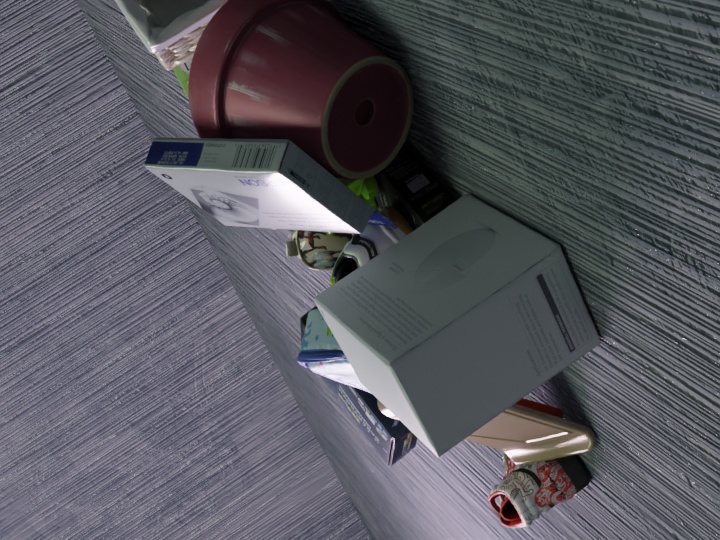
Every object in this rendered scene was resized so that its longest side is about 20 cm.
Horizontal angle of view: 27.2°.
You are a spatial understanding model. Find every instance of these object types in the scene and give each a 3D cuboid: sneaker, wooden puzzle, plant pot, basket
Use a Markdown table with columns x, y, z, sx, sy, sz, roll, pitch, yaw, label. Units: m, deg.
| x | y | z | sx | sy | sz | roll | pitch | yaw | label |
| --- | --- | --- | --- | --- | --- | --- | --- | --- | --- |
| 0.000 | 0.000 | 1.668 | 0.076 | 0.087 | 0.200 | 46 | 158 | 14 | sneaker |
| 0.194 | 0.253 | 1.813 | 0.068 | 0.107 | 0.201 | 59 | 169 | -10 | sneaker |
| 0.140 | 0.163 | 1.669 | 0.199 | 0.038 | 0.185 | 23 | 159 | -18 | wooden puzzle |
| -0.051 | -0.180 | 1.539 | 0.178 | 0.200 | 0.201 | 27 | 151 | 41 | plant pot |
| -0.174 | -0.329 | 1.633 | 0.136 | 0.199 | 0.123 | 56 | 176 | 10 | basket |

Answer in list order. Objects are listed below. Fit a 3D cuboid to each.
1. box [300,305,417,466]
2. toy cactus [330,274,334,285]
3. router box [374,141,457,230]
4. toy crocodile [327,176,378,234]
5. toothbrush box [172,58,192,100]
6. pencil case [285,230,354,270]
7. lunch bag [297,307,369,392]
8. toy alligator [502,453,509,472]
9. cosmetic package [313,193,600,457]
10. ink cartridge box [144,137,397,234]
| x | y | z | sx | sy | sz | roll | pitch | yaw | label |
| --- | --- | --- | --- | --- | --- | --- | --- | --- | --- |
| -0.002 | 0.147 | 1.919 | 0.201 | 0.051 | 0.158 | 52 | 168 | 14 | box |
| 0.016 | 0.051 | 1.973 | 0.200 | 0.103 | 0.164 | 39 | -160 | 30 | toy cactus |
| 0.071 | -0.046 | 1.683 | 0.149 | 0.051 | 0.201 | 52 | 168 | 36 | router box |
| -0.022 | -0.090 | 1.675 | 0.062 | 0.067 | 0.200 | 62 | 174 | 9 | toy crocodile |
| -0.122 | -0.218 | 1.776 | 0.086 | 0.144 | 0.201 | -80 | -30 | -54 | toothbrush box |
| -0.046 | -0.073 | 1.883 | 0.200 | 0.088 | 0.079 | -90 | 4 | -65 | pencil case |
| 0.035 | 0.103 | 1.746 | 0.199 | 0.083 | 0.160 | 21 | 167 | -29 | lunch bag |
| 0.163 | 0.181 | 1.920 | 0.054 | 0.059 | 0.201 | -25 | 110 | 37 | toy alligator |
| 0.091 | 0.049 | 1.462 | 0.124 | 0.199 | 0.199 | 63 | 169 | -26 | cosmetic package |
| -0.093 | -0.076 | 1.548 | 0.198 | 0.041 | 0.200 | 5 | 160 | 40 | ink cartridge box |
